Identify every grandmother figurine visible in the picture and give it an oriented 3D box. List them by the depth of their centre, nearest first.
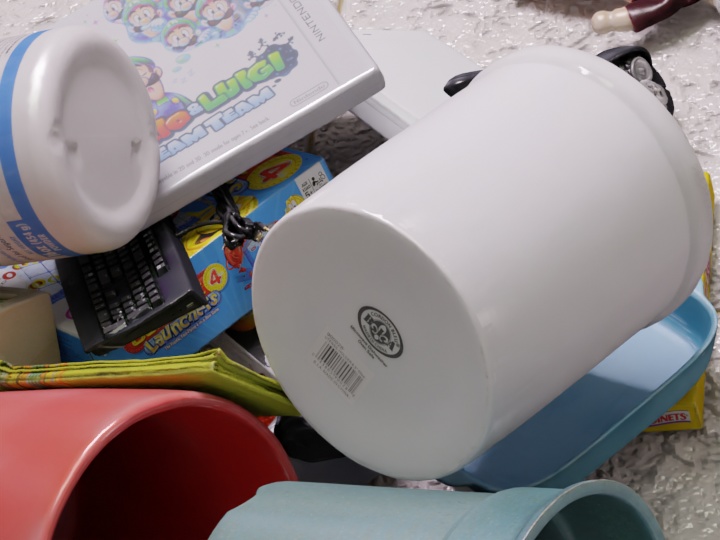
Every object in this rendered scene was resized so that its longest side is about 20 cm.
[{"bbox_3d":[0.196,-0.205,1.649,0.199,0.061,0.122,10,57,31],"label":"grandmother figurine"}]

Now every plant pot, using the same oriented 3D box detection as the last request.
[{"bbox_3d":[0.028,0.191,1.193,0.195,0.201,0.200,6,46,36],"label":"plant pot"},{"bbox_3d":[-0.156,0.150,1.300,0.177,0.201,0.200,11,48,43],"label":"plant pot"}]

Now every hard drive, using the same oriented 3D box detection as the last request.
[{"bbox_3d":[0.053,-0.109,1.570,0.131,0.026,0.200,-4,29,-38],"label":"hard drive"}]

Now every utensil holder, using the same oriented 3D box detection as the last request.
[{"bbox_3d":[0.064,-0.005,1.261,0.169,0.171,0.200,18,36,33],"label":"utensil holder"}]

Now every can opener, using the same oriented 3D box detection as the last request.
[{"bbox_3d":[0.127,-0.102,1.508,0.199,0.064,0.079,-12,-16,-48],"label":"can opener"}]

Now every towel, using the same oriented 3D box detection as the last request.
[{"bbox_3d":[-0.116,0.065,1.322,0.199,0.086,0.018,-5,69,45],"label":"towel"}]

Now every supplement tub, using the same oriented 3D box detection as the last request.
[{"bbox_3d":[-0.230,-0.065,1.393,0.199,0.132,0.132,-8,41,27],"label":"supplement tub"}]

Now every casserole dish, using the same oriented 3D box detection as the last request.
[{"bbox_3d":[0.117,0.066,1.361,0.200,0.039,0.121,-38,44,-17],"label":"casserole dish"}]

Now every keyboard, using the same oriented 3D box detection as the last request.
[{"bbox_3d":[-0.124,-0.019,1.434,0.127,0.021,0.200,-27,28,-3],"label":"keyboard"}]

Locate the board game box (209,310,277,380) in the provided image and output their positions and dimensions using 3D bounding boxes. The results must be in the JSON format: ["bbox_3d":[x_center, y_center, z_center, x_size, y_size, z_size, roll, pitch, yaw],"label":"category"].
[{"bbox_3d":[0.000,0.000,1.511,0.200,0.035,0.126,-35,44,-18],"label":"board game box"}]

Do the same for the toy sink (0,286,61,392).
[{"bbox_3d":[-0.292,0.069,1.427,0.199,0.113,0.130,4,19,39],"label":"toy sink"}]

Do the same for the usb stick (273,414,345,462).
[{"bbox_3d":[-0.014,0.041,1.378,0.055,0.033,0.200,-7,32,11],"label":"usb stick"}]

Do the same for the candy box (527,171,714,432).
[{"bbox_3d":[0.160,0.019,1.443,0.102,0.026,0.201,-7,42,17],"label":"candy box"}]

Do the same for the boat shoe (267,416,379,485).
[{"bbox_3d":[0.001,0.068,1.416,0.200,0.070,0.066,-39,38,-23],"label":"boat shoe"}]

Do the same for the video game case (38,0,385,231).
[{"bbox_3d":[-0.109,-0.124,1.481,0.199,0.024,0.182,-30,51,-4],"label":"video game case"}]

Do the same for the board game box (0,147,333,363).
[{"bbox_3d":[-0.137,-0.010,1.513,0.196,0.056,0.200,-38,29,-23],"label":"board game box"}]
